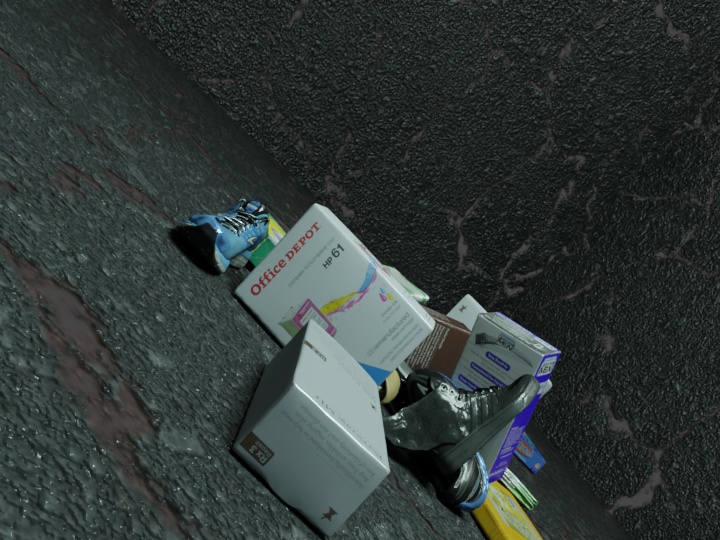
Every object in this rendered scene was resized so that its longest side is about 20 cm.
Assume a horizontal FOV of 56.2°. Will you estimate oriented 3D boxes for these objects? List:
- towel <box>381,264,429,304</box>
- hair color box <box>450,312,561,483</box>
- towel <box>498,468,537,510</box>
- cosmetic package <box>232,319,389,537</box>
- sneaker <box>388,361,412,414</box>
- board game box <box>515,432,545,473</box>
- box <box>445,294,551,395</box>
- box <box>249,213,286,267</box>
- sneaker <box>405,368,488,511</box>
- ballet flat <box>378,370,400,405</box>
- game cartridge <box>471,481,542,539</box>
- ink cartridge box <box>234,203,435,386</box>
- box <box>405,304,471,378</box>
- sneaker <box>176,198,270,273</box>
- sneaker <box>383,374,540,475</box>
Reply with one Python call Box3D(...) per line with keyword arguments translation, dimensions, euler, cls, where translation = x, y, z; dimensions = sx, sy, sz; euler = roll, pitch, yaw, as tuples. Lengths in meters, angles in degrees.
Box3D(translation=(0.000, 0.000, 1.064), dimensions=(0.196, 0.024, 0.153), euler=(20, 10, -23), cls="towel")
Box3D(translation=(0.177, 0.172, 0.917), dimensions=(0.109, 0.204, 0.064), euler=(33, 21, 36), cls="hair color box")
Box3D(translation=(0.210, 0.311, 1.128), dimensions=(0.200, 0.031, 0.149), euler=(46, -6, 13), cls="towel")
Box3D(translation=(-0.036, 0.119, 0.570), dimensions=(0.102, 0.074, 0.200), euler=(44, 4, -8), cls="cosmetic package")
Box3D(translation=(0.035, 0.148, 0.983), dimensions=(0.201, 0.074, 0.079), euler=(51, -5, -7), cls="sneaker")
Box3D(translation=(0.399, 0.430, 1.786), dimensions=(0.152, 0.045, 0.200), euler=(45, 4, -7), cls="board game box")
Box3D(translation=(0.231, 0.204, 1.338), dimensions=(0.200, 0.200, 0.171), euler=(49, 5, 36), cls="box")
Box3D(translation=(-0.120, -0.017, 1.035), dimensions=(0.118, 0.048, 0.200), euler=(51, 2, -17), cls="box")
Box3D(translation=(0.103, 0.208, 0.872), dimensions=(0.082, 0.071, 0.202), euler=(24, 34, -39), cls="sneaker")
Box3D(translation=(-0.022, 0.098, 0.900), dimensions=(0.200, 0.069, 0.063), euler=(45, 19, 1), cls="ballet flat")
Box3D(translation=(0.205, 0.350, 0.928), dimensions=(0.176, 0.032, 0.200), euler=(43, 4, -31), cls="game cartridge")
Box3D(translation=(-0.029, 0.043, 0.797), dimensions=(0.200, 0.145, 0.085), euler=(46, 7, 5), cls="ink cartridge box")
Box3D(translation=(0.071, 0.101, 1.073), dimensions=(0.196, 0.102, 0.075), euler=(25, 8, -11), cls="box")
Box3D(translation=(-0.159, -0.057, 0.829), dimensions=(0.078, 0.090, 0.200), euler=(45, 5, -1), cls="sneaker")
Box3D(translation=(0.118, 0.162, 0.811), dimensions=(0.105, 0.198, 0.060), euler=(50, -16, 9), cls="sneaker")
